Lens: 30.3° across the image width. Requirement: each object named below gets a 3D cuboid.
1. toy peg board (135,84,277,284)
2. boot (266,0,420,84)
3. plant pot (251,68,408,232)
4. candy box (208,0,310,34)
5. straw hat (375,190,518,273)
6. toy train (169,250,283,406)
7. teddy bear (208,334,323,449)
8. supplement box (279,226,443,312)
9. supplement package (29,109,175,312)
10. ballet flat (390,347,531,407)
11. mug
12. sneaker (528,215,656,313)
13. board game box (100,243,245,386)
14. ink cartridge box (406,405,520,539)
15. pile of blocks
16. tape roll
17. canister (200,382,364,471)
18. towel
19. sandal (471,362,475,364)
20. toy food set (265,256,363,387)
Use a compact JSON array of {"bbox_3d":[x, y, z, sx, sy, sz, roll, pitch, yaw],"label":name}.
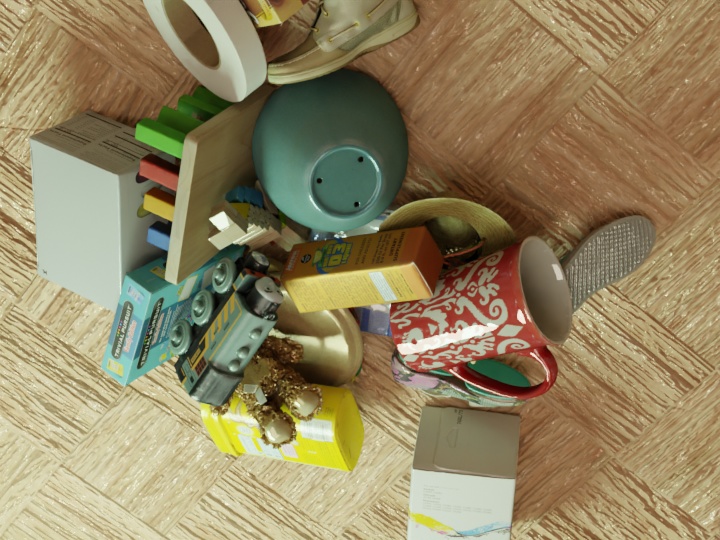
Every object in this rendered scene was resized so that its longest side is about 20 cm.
[{"bbox_3d":[-0.204,-0.124,1.654,0.097,0.200,0.202,23,123,16],"label":"toy peg board"},{"bbox_3d":[-0.041,-0.317,1.547,0.198,0.072,0.156,-27,114,-10],"label":"boot"},{"bbox_3d":[-0.028,-0.129,1.611,0.196,0.135,0.203,-4,114,-9],"label":"plant pot"},{"bbox_3d":[-0.145,-0.338,1.519,0.199,0.056,0.117,8,134,59],"label":"candy box"},{"bbox_3d":[0.113,-0.049,1.695,0.197,0.086,0.203,5,138,5],"label":"straw hat"},{"bbox_3d":[-0.167,0.074,1.680,0.085,0.114,0.201,18,117,-41],"label":"toy train"},{"bbox_3d":[-0.134,0.142,1.761,0.198,0.067,0.147,27,91,22],"label":"teddy bear"},{"bbox_3d":[0.000,0.000,1.657,0.197,0.067,0.069,-9,134,31],"label":"supplement box"},{"bbox_3d":[-0.329,-0.075,1.708,0.154,0.111,0.203,22,125,27],"label":"supplement package"},{"bbox_3d":[0.136,0.152,1.824,0.197,0.070,0.072,14,139,6],"label":"ballet flat"},{"bbox_3d":[0.146,0.070,1.633,0.198,0.181,0.133,-18,158,32],"label":"mug"},{"bbox_3d":[0.286,-0.005,1.707,0.199,0.082,0.074,-36,100,1],"label":"sneaker"},{"bbox_3d":[-0.244,0.044,1.740,0.047,0.199,0.153,33,123,19],"label":"board game box"},{"bbox_3d":[0.144,0.317,1.863,0.143,0.147,0.203,5,121,7],"label":"ink cartridge box"},{"bbox_3d":[-0.143,-0.065,1.677,0.062,0.199,0.083,-26,75,25],"label":"pile of blocks"},{"bbox_3d":[-0.188,-0.291,1.560,0.037,0.202,0.204,-40,113,-18],"label":"tape roll"},{"bbox_3d":[-0.104,0.207,1.837,0.197,0.088,0.149,7,147,18],"label":"canister"},{"bbox_3d":[-0.001,-0.005,1.775,0.144,0.024,0.203,11,121,4],"label":"towel"},{"bbox_3d":[0.159,0.094,1.776,0.208,0.078,0.071,-8,121,6],"label":"sandal"},{"bbox_3d":[-0.084,0.081,1.809,0.197,0.049,0.200,15,129,17],"label":"toy food set"}]
